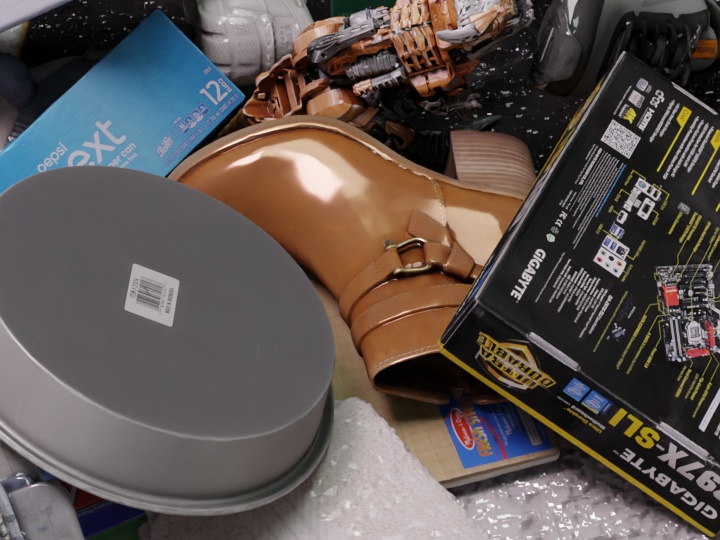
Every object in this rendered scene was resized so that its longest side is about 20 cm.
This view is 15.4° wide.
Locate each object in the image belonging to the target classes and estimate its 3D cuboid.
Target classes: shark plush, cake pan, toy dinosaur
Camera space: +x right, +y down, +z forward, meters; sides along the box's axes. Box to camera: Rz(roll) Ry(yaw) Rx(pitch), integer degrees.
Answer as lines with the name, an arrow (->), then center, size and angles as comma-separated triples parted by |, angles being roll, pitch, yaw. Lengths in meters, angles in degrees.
shark plush -> -0.144, -0.069, 1.441 | 0.200, 0.091, 0.083 | -10, 60, -36
cake pan -> -0.097, 0.024, 1.200 | 0.200, 0.037, 0.200 | 18, 37, -15
toy dinosaur -> 0.006, -0.105, 1.369 | 0.200, 0.102, 0.136 | 3, -3, 37

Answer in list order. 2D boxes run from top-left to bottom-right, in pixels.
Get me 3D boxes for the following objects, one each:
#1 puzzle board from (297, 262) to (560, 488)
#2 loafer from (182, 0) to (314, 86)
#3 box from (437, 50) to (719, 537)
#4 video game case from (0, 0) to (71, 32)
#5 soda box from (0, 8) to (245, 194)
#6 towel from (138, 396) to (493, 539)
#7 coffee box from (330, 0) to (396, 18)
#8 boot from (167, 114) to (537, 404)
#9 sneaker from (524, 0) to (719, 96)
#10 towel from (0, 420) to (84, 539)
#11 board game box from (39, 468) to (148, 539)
puzzle board -> -0.003, 0.043, 1.320 | 0.150, 0.017, 0.200 | -13, 45, -10
loafer -> -0.064, -0.158, 1.486 | 0.070, 0.070, 0.200 | -5, 31, -8
box -> 0.147, 0.006, 1.276 | 0.160, 0.049, 0.200 | 35, 50, -3
video game case -> -0.177, -0.144, 1.408 | 0.200, 0.022, 0.182 | -20, 8, 26
soda box -> -0.153, -0.041, 1.351 | 0.068, 0.064, 0.200 | 45, 62, -3
towel -> 0.002, 0.147, 1.183 | 0.132, 0.035, 0.200 | -31, 55, -23
coffee box -> 0.006, -0.229, 1.472 | 0.044, 0.200, 0.123 | 1, 42, 2
boot -> 0.000, 0.000, 1.304 | 0.199, 0.074, 0.155 | -5, 47, 2
sneaker -> 0.145, -0.129, 1.406 | 0.079, 0.074, 0.200 | 27, 22, 16
towel -> -0.198, 0.173, 1.113 | 0.200, 0.035, 0.193 | -21, 80, -15
board game box -> -0.194, 0.109, 1.256 | 0.200, 0.029, 0.135 | -22, 45, -17
